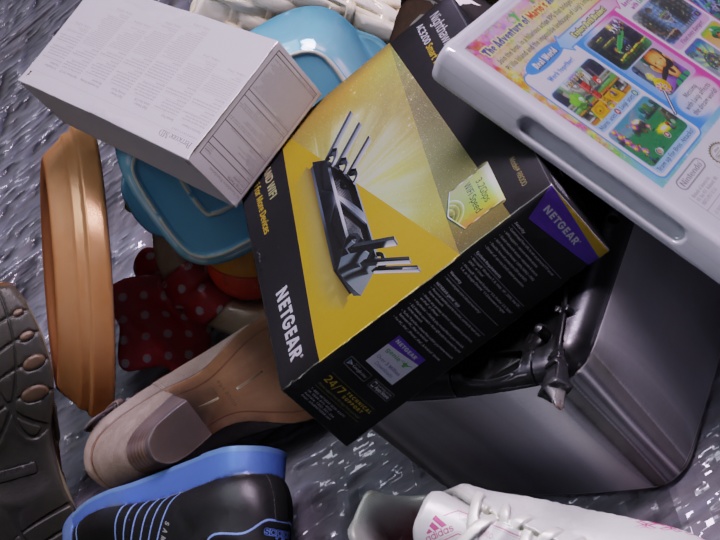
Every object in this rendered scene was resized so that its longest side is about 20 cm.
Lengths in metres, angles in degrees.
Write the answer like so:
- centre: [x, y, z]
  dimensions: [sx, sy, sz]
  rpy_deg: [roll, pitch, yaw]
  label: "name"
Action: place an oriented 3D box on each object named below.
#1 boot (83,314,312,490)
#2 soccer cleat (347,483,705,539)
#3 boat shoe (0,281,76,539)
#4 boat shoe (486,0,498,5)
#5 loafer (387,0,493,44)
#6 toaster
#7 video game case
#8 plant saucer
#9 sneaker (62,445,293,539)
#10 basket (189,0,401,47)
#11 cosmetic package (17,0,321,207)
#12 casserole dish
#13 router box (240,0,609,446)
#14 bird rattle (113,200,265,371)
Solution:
- centre: [-0.089, 0.077, 0.964]
  dimensions: [0.199, 0.071, 0.146]
  rpy_deg: [-27, 4, -21]
  label: "boot"
- centre: [0.075, 0.138, 0.693]
  dimensions: [0.199, 0.086, 0.070]
  rpy_deg: [-7, 50, 45]
  label: "soccer cleat"
- centre: [-0.242, 0.108, 1.021]
  dimensions: [0.075, 0.202, 0.074]
  rpy_deg: [-9, 9, -12]
  label: "boat shoe"
- centre: [0.145, -0.148, 0.875]
  dimensions: [0.200, 0.072, 0.066]
  rpy_deg: [37, 75, 28]
  label: "boat shoe"
- centre: [0.097, -0.092, 0.858]
  dimensions: [0.199, 0.073, 0.072]
  rpy_deg: [31, 77, 18]
  label: "loafer"
- centre: [0.089, 0.018, 0.774]
  dimensions: [0.180, 0.119, 0.201]
  rpy_deg: [-9, 48, 45]
  label: "toaster"
- centre: [0.153, -0.087, 0.714]
  dimensions: [0.200, 0.181, 0.024]
  rpy_deg: [-43, -15, -45]
  label: "video game case"
- centre: [-0.195, 0.001, 1.014]
  dimensions: [0.037, 0.202, 0.201]
  rpy_deg: [-4, 32, -14]
  label: "plant saucer"
- centre: [-0.115, 0.169, 0.897]
  dimensions: [0.199, 0.070, 0.079]
  rpy_deg: [-30, 55, 40]
  label: "sneaker"
- centre: [-0.013, -0.163, 0.975]
  dimensions: [0.124, 0.198, 0.136]
  rpy_deg: [-78, 14, -45]
  label: "basket"
- centre: [-0.115, -0.106, 0.864]
  dimensions: [0.083, 0.051, 0.199]
  rpy_deg: [-51, 42, -11]
  label: "cosmetic package"
- centre: [-0.063, -0.076, 0.916]
  dimensions: [0.199, 0.122, 0.039]
  rpy_deg: [-29, 20, 14]
  label: "casserole dish"
- centre: [0.021, -0.032, 0.747]
  dimensions: [0.157, 0.052, 0.201]
  rpy_deg: [-38, 34, 14]
  label: "router box"
- centre: [-0.099, -0.010, 1.005]
  dimensions: [0.162, 0.202, 0.113]
  rpy_deg: [14, 22, 21]
  label: "bird rattle"
